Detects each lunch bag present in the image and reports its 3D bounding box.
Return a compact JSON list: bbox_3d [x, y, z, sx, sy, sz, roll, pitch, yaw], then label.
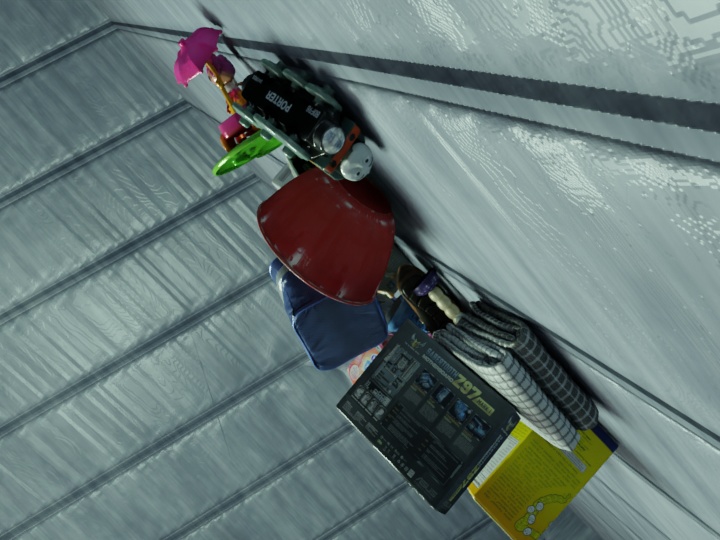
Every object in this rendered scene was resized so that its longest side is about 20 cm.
[{"bbox_3d":[-0.047,0.044,1.071,0.202,0.133,0.134,71,172,-52],"label":"lunch bag"}]

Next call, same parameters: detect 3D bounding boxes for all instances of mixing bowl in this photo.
[{"bbox_3d":[-0.026,-0.066,0.924,0.198,0.109,0.202,33,-156,-17],"label":"mixing bowl"}]

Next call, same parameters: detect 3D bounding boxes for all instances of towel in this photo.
[{"bbox_3d":[0.203,0.130,0.925,0.166,0.086,0.200,45,175,-17],"label":"towel"}]

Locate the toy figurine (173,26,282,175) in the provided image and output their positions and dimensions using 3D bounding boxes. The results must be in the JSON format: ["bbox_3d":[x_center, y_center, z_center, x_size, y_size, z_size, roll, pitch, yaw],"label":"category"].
[{"bbox_3d":[-0.186,-0.260,1.015,0.187,0.148,0.200,58,-160,-4],"label":"toy figurine"}]

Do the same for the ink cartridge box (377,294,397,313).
[{"bbox_3d":[0.013,0.065,1.303,0.119,0.043,0.198,37,-162,36],"label":"ink cartridge box"}]

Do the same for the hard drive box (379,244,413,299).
[{"bbox_3d":[-0.008,-0.056,1.283,0.200,0.077,0.156,47,176,-20],"label":"hard drive box"}]

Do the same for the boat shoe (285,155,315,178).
[{"bbox_3d":[-0.057,-0.128,1.095,0.199,0.074,0.065,42,180,30],"label":"boat shoe"}]

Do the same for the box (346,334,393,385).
[{"bbox_3d":[0.088,0.181,1.165,0.197,0.095,0.104,12,-140,-41],"label":"box"}]

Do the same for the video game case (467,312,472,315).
[{"bbox_3d":[0.200,0.187,1.111,0.200,0.143,0.018,45,154,-3],"label":"video game case"}]

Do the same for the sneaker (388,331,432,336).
[{"bbox_3d":[0.121,0.145,1.329,0.195,0.081,0.095,5,-170,21],"label":"sneaker"}]

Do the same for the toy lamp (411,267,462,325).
[{"bbox_3d":[0.162,0.087,1.087,0.200,0.058,0.058,46,176,-1],"label":"toy lamp"}]

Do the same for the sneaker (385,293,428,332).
[{"bbox_3d":[0.100,0.078,1.246,0.078,0.067,0.199,41,-159,14],"label":"sneaker"}]

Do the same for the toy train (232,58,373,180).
[{"bbox_3d":[-0.062,-0.165,0.785,0.113,0.086,0.199,32,-175,-45],"label":"toy train"}]

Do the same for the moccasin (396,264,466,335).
[{"bbox_3d":[0.128,0.071,1.176,0.201,0.074,0.078,42,-168,-18],"label":"moccasin"}]

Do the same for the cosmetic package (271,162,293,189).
[{"bbox_3d":[-0.080,-0.124,1.404,0.200,0.074,0.102,46,176,-27],"label":"cosmetic package"}]

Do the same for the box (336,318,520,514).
[{"bbox_3d":[0.085,0.184,0.915,0.199,0.159,0.051,38,175,34],"label":"box"}]

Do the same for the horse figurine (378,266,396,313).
[{"bbox_3d":[0.000,0.000,1.170,0.131,0.050,0.202,34,152,21],"label":"horse figurine"}]

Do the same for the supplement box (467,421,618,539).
[{"bbox_3d":[0.256,0.282,1.022,0.109,0.200,0.109,44,177,2],"label":"supplement box"}]
